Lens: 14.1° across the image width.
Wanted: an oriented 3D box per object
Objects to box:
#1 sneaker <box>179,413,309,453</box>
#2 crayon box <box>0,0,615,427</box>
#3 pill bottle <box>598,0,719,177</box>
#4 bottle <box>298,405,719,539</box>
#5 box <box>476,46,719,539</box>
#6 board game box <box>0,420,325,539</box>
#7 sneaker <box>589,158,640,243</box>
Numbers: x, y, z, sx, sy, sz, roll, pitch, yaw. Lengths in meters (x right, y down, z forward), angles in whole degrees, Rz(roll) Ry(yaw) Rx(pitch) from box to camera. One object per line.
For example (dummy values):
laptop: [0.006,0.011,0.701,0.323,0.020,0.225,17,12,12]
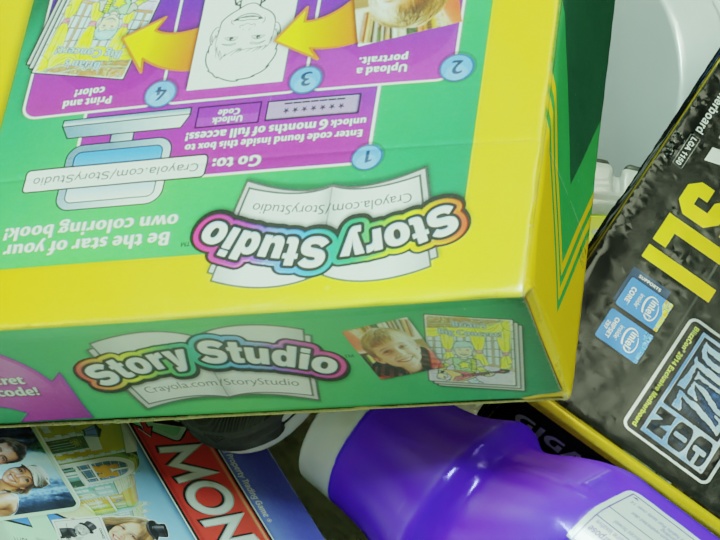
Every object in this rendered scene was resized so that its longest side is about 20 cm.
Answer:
sneaker: [0.000,0.000,0.972,0.076,0.115,0.201,3,51,24]
crayon box: [-0.029,-0.040,0.896,0.200,0.058,0.173,-4,54,19]
pill bottle: [0.186,-0.064,1.105,0.200,0.112,0.112,1,39,-24]
bottle: [0.068,0.101,0.880,0.200,0.084,0.065,38,33,24]
box: [0.153,0.019,0.965,0.160,0.049,0.200,35,60,2]
board game box: [-0.066,0.109,0.867,0.134,0.029,0.200,-8,43,-28]
sneaker: [0.139,0.024,1.026,0.200,0.078,0.090,6,49,-8]
